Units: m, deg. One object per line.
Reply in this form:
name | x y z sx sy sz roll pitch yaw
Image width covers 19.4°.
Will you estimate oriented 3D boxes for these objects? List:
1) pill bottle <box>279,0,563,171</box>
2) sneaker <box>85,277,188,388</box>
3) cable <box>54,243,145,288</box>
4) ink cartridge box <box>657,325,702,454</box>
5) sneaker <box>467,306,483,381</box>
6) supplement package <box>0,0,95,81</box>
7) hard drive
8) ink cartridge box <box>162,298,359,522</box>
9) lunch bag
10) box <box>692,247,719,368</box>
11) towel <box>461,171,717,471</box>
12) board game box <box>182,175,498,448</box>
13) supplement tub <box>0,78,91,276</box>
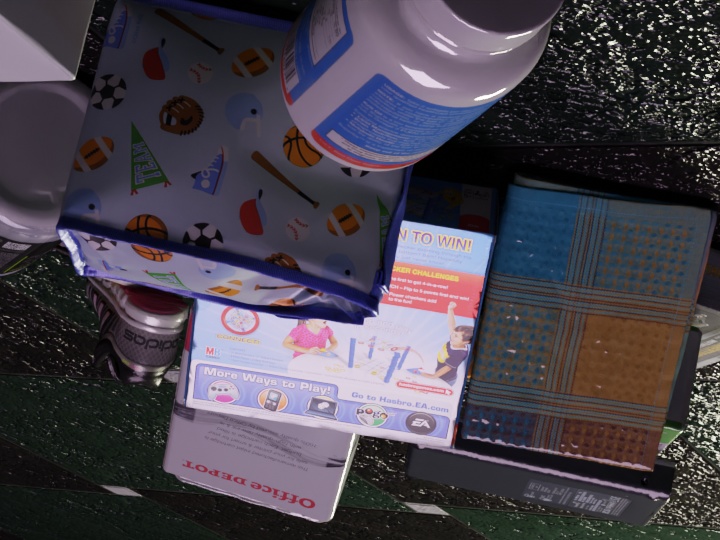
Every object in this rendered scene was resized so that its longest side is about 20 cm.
pill bottle | 0.036 -0.131 1.134 0.112 0.112 0.200 17 162 -16
sneaker | -0.200 0.051 1.815 0.074 0.088 0.200 12 -173 -21
cable | -0.255 -0.022 1.748 0.200 0.050 0.097 8 170 7
ink cartridge box | 0.165 0.091 1.612 0.145 0.084 0.200 12 164 0
sneaker | 0.082 0.060 1.755 0.200 0.078 0.077 18 175 -6
supplement package | -0.200 -0.203 0.919 0.150 0.200 0.152 2 159 28
hard drive | 0.134 0.154 1.637 0.200 0.033 0.140 12 165 2
ink cartridge box | -0.065 0.091 1.650 0.145 0.083 0.200 17 136 3
lunch bag | -0.068 -0.065 1.308 0.200 0.170 0.124 10 165 5
box | 0.213 0.024 1.595 0.158 0.048 0.200 17 163 -16
towel | 0.157 0.037 1.479 0.146 0.200 0.022 11 -162 1
board game box | -0.016 0.021 1.478 0.200 0.056 0.196 9 127 0
supplement tub | -0.257 -0.064 1.512 0.122 0.123 0.200 19 160 -22
